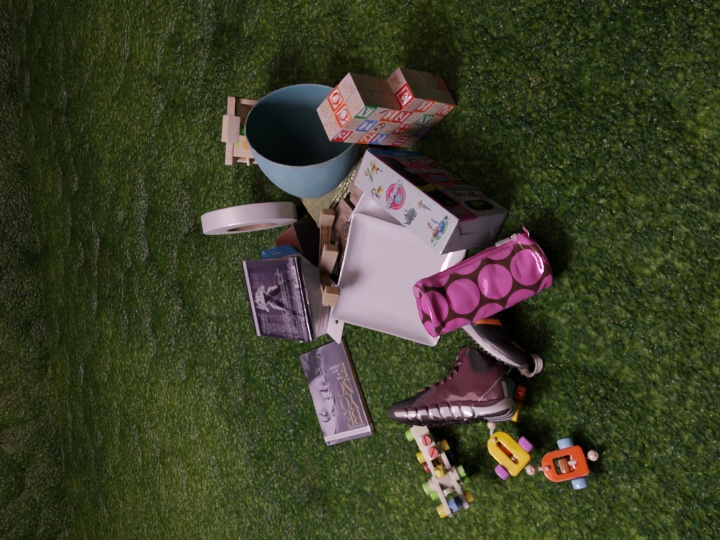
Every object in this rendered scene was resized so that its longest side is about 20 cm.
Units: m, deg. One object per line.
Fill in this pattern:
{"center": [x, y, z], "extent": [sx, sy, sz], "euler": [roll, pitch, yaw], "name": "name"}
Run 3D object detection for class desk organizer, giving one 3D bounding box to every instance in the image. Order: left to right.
{"center": [-0.102, 0.008, 1.143], "extent": [0.077, 0.071, 0.203], "euler": [-30, 76, 44], "name": "desk organizer"}

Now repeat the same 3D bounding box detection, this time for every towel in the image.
{"center": [-0.058, -0.192, 1.080], "extent": [0.201, 0.036, 0.149], "euler": [-57, 50, 31], "name": "towel"}

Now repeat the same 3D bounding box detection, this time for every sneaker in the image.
{"center": [0.000, 0.000, 1.024], "extent": [0.071, 0.074, 0.203], "euler": [-124, 31, -54], "name": "sneaker"}
{"center": [0.138, 0.178, 0.867], "extent": [0.197, 0.076, 0.117], "euler": [-9, 64, 21], "name": "sneaker"}
{"center": [0.198, 0.062, 0.861], "extent": [0.200, 0.070, 0.091], "euler": [45, 106, 34], "name": "sneaker"}

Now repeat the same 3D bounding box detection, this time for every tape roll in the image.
{"center": [-0.228, -0.107, 1.157], "extent": [0.201, 0.201, 0.038], "euler": [-7, 91, 43], "name": "tape roll"}

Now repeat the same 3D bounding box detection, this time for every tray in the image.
{"center": [0.018, -0.058, 1.024], "extent": [0.106, 0.022, 0.201], "euler": [26, 123, -9], "name": "tray"}

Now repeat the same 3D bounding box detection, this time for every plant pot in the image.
{"center": [-0.093, -0.207, 0.974], "extent": [0.200, 0.199, 0.136], "euler": [47, 158, 27], "name": "plant pot"}

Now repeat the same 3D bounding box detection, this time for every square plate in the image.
{"center": [0.062, 0.015, 0.957], "extent": [0.197, 0.029, 0.201], "euler": [15, 112, 2], "name": "square plate"}

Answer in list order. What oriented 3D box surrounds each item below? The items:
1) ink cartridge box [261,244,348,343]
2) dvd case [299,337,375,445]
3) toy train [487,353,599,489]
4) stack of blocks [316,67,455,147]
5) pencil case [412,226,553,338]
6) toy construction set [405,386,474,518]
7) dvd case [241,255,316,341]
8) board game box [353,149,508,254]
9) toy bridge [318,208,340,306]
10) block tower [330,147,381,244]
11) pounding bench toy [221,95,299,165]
{"center": [-0.114, 0.051, 1.060], "extent": [0.199, 0.067, 0.118], "euler": [36, 128, 38], "name": "ink cartridge box"}
{"center": [-0.053, 0.258, 1.174], "extent": [0.148, 0.016, 0.203], "euler": [-27, 78, 42], "name": "dvd case"}
{"center": [0.262, 0.239, 0.851], "extent": [0.149, 0.056, 0.203], "euler": [-26, 67, 16], "name": "toy train"}
{"center": [0.044, -0.256, 0.873], "extent": [0.115, 0.198, 0.059], "euler": [-36, 72, 41], "name": "stack of blocks"}
{"center": [0.171, 0.018, 0.809], "extent": [0.095, 0.198, 0.091], "euler": [64, 178, -24], "name": "pencil case"}
{"center": [0.125, 0.300, 0.938], "extent": [0.091, 0.131, 0.203], "euler": [-14, 76, 7], "name": "toy construction set"}
{"center": [-0.155, 0.052, 1.032], "extent": [0.198, 0.016, 0.151], "euler": [-3, 100, 50], "name": "dvd case"}
{"center": [0.109, -0.114, 0.870], "extent": [0.200, 0.146, 0.065], "euler": [41, 123, 30], "name": "board game box"}
{"center": [-0.059, -0.020, 0.999], "extent": [0.068, 0.027, 0.202], "euler": [111, 159, -49], "name": "toy bridge"}
{"center": [0.002, -0.127, 1.033], "extent": [0.058, 0.054, 0.201], "euler": [51, 128, 26], "name": "block tower"}
{"center": [-0.176, -0.260, 1.065], "extent": [0.200, 0.153, 0.126], "euler": [-106, 22, -73], "name": "pounding bench toy"}
